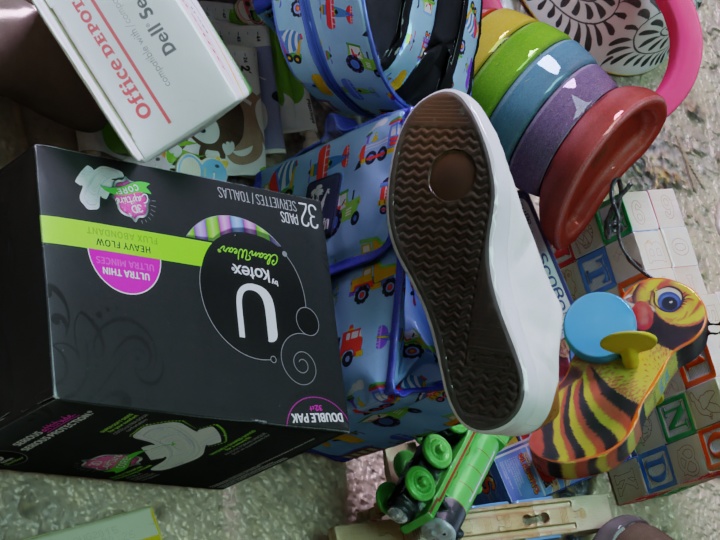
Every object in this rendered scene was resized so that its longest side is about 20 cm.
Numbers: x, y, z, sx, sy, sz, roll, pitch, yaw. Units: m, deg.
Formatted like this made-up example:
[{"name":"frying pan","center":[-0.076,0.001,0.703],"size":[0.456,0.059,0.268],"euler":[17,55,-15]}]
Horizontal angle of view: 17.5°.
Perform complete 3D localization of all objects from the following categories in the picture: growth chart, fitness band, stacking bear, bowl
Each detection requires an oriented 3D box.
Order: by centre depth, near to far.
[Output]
[{"name":"growth chart","center":[-0.105,-0.116,1.476],"size":[0.200,0.018,0.145],"euler":[-7,76,-43]},{"name":"stacking bear","center":[0.088,-0.127,1.567],"size":[0.200,0.114,0.121],"euler":[37,85,17]},{"name":"fitness band","center":[0.158,-0.188,1.679],"size":[0.144,0.037,0.200],"euler":[-32,92,-10]},{"name":"bowl","center":[0.204,-0.256,1.765],"size":[0.201,0.094,0.201],"euler":[19,59,-35]}]

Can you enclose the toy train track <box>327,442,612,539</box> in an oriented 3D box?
[{"name":"toy train track","center":[0.067,0.164,1.465],"size":[0.200,0.033,0.115],"euler":[-4,73,-29]}]

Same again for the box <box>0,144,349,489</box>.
[{"name":"box","center":[-0.127,0.032,1.311],"size":[0.200,0.124,0.149],"euler":[10,64,-40]}]

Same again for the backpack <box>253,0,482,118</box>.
[{"name":"backpack","center":[0.001,-0.182,1.460],"size":[0.183,0.134,0.200],"euler":[38,49,-57]}]

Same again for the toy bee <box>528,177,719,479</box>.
[{"name":"toy bee","center":[0.185,0.045,1.512],"size":[0.131,0.109,0.200],"euler":[10,94,-73]}]

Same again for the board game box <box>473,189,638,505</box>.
[{"name":"board game box","center":[0.097,0.053,1.561],"size":[0.135,0.034,0.200],"euler":[-16,83,-45]}]

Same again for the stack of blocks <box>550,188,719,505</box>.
[{"name":"stack of blocks","center":[0.207,0.048,1.607],"size":[0.059,0.115,0.200],"euler":[-5,73,-43]}]

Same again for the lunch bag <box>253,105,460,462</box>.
[{"name":"lunch bag","center":[0.000,0.000,1.410],"size":[0.094,0.151,0.200],"euler":[11,67,-38]}]

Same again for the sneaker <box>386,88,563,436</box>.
[{"name":"sneaker","center":[0.069,-0.002,1.332],"size":[0.085,0.073,0.200],"euler":[13,65,-60]}]

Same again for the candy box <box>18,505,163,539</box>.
[{"name":"candy box","center":[-0.126,0.235,1.282],"size":[0.102,0.026,0.200],"euler":[-11,78,-42]}]

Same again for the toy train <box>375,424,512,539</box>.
[{"name":"toy train","center":[0.068,0.094,1.456],"size":[0.056,0.042,0.200],"euler":[44,45,-13]}]

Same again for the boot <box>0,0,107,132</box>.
[{"name":"boot","center":[-0.246,-0.112,1.320],"size":[0.200,0.070,0.146],"euler":[45,53,-15]}]

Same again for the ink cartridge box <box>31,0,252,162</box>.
[{"name":"ink cartridge box","center":[-0.121,-0.129,1.329],"size":[0.117,0.067,0.200],"euler":[58,4,-6]}]

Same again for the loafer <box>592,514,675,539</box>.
[{"name":"loafer","center":[0.179,0.258,1.479],"size":[0.073,0.071,0.200],"euler":[-9,101,-43]}]
